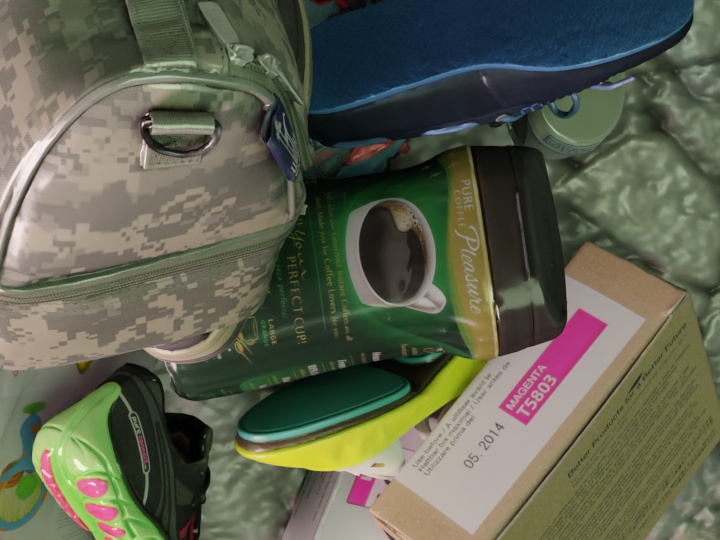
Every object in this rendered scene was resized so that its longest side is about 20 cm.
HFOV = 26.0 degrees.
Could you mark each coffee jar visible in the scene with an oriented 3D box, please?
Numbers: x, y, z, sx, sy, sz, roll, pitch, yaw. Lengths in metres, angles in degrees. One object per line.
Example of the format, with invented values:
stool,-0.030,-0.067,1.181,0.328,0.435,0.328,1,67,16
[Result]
coffee jar,0.000,0.000,0.764,0.198,0.085,0.106,-8,82,2

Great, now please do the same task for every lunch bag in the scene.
lunch bag,-0.098,-0.085,0.562,0.138,0.201,0.168,-11,152,-20

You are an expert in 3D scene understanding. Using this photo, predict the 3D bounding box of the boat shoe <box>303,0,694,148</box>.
boat shoe,0.060,-0.109,0.751,0.198,0.069,0.085,-8,68,9

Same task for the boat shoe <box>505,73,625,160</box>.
boat shoe,0.105,-0.156,0.836,0.069,0.071,0.203,10,77,-20

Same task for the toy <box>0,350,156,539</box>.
toy,-0.166,0.093,0.804,0.115,0.047,0.202,-8,121,-54

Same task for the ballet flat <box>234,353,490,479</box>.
ballet flat,0.021,0.072,0.841,0.199,0.066,0.068,-30,117,-34

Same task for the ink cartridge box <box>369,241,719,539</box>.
ink cartridge box,0.112,0.111,0.878,0.200,0.075,0.165,-48,143,-14

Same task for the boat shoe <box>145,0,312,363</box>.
boat shoe,-0.070,-0.061,0.693,0.074,0.073,0.202,3,79,18

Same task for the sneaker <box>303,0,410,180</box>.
sneaker,0.007,-0.124,0.803,0.095,0.079,0.201,35,91,-26

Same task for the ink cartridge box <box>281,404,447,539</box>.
ink cartridge box,0.035,0.180,0.934,0.172,0.044,0.202,17,99,-26

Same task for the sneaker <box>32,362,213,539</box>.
sneaker,-0.101,0.121,0.808,0.084,0.076,0.201,-51,153,-25
